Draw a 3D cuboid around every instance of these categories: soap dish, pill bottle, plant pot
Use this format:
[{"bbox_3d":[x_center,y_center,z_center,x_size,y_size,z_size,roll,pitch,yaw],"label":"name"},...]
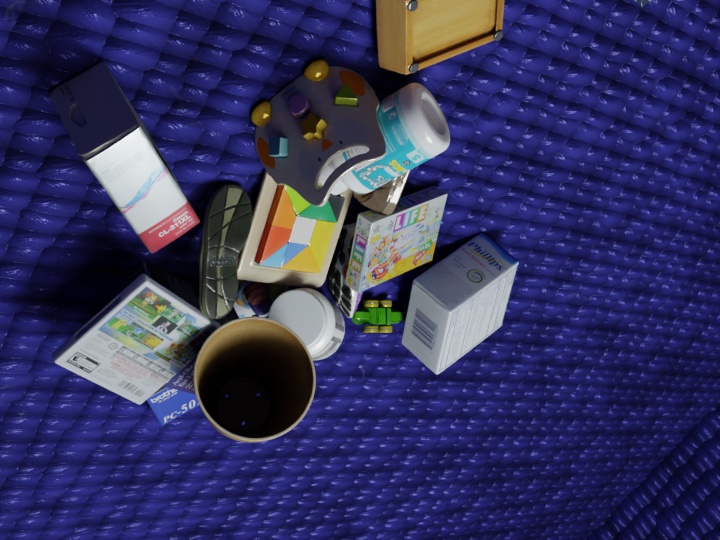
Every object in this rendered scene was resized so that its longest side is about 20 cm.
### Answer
[{"bbox_3d":[0.117,-0.373,1.467,0.197,0.082,0.159,-24,143,-16],"label":"soap dish"},{"bbox_3d":[0.028,-0.188,1.559,0.198,0.113,0.110,-27,149,25],"label":"pill bottle"},{"bbox_3d":[-0.092,0.090,1.744,0.113,0.115,0.200,-34,170,1],"label":"pill bottle"},{"bbox_3d":[-0.176,0.190,1.640,0.184,0.189,0.200,-21,168,-18],"label":"plant pot"}]

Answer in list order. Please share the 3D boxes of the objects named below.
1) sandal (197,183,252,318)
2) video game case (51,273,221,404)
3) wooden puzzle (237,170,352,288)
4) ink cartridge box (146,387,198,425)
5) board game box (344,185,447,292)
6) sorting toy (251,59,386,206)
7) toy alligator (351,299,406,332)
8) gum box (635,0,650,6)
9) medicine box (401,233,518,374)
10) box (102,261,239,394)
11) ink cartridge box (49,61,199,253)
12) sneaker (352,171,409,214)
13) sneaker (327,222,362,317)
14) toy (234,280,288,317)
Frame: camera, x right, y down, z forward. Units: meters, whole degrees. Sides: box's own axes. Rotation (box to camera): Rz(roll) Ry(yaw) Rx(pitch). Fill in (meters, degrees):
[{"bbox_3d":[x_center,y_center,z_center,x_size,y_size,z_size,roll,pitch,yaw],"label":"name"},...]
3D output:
[{"bbox_3d":[-0.217,-0.031,1.564,0.079,0.057,0.205,9,94,-41],"label":"sandal"},{"bbox_3d":[-0.325,0.106,1.538,0.182,0.022,0.200,-40,143,7],"label":"video game case"},{"bbox_3d":[-0.098,-0.065,1.649,0.183,0.037,0.203,7,110,-44],"label":"wooden puzzle"},{"bbox_3d":[-0.280,0.187,1.824,0.198,0.044,0.095,-28,142,-9],"label":"ink cartridge box"},{"bbox_3d":[0.062,-0.055,1.761,0.198,0.034,0.136,-24,135,-43],"label":"board game box"},{"bbox_3d":[-0.050,-0.183,1.466,0.199,0.181,0.107,-37,145,4],"label":"sorting toy"},{"bbox_3d":[0.041,0.087,1.965,0.054,0.061,0.198,-3,177,40],"label":"toy alligator"},{"bbox_3d":[0.496,-0.535,1.615,0.199,0.045,0.170,-36,145,0],"label":"gum box"},{"bbox_3d":[0.188,0.063,1.965,0.199,0.103,0.184,-33,148,-31],"label":"medicine box"},{"bbox_3d":[-0.303,0.095,1.650,0.148,0.105,0.199,-46,143,17],"label":"box"},{"bbox_3d":[-0.301,-0.144,1.340,0.082,0.146,0.201,-31,145,-5],"label":"ink cartridge box"},{"bbox_3d":[0.048,-0.187,1.635,0.074,0.071,0.203,17,109,-7],"label":"sneaker"},{"bbox_3d":[0.000,0.000,1.808,0.082,0.081,0.202,-17,140,-32],"label":"sneaker"},{"bbox_3d":[-0.161,0.028,1.734,0.113,0.047,0.202,-16,140,-23],"label":"toy"}]
